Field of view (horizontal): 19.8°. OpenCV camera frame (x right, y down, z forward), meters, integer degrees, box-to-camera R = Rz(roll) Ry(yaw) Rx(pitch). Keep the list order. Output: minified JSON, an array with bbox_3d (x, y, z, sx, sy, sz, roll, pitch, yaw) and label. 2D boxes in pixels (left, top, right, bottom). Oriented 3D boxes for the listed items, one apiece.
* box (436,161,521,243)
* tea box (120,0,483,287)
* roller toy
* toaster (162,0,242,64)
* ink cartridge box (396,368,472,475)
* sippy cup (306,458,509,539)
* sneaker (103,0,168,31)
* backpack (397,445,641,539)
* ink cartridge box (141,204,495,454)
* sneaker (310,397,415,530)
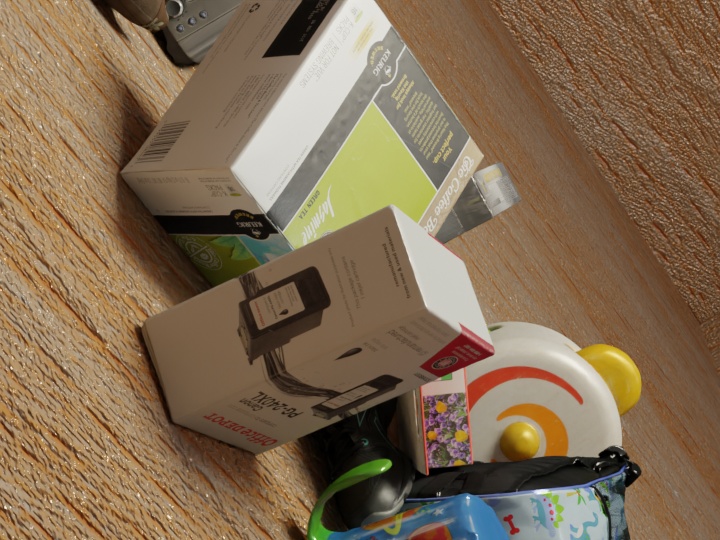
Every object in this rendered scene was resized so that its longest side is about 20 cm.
[{"bbox_3d":[0.069,-0.046,2.047,0.048,0.158,0.200,61,14,0],"label":"box"},{"bbox_3d":[-0.040,-0.080,1.585,0.197,0.133,0.200,52,56,-31],"label":"tea box"},{"bbox_3d":[0.141,0.143,1.845,0.140,0.200,0.183,-89,-172,-84],"label":"roller toy"},{"bbox_3d":[-0.118,-0.265,1.860,0.114,0.129,0.200,60,14,-8],"label":"toaster"},{"bbox_3d":[0.059,0.101,1.643,0.200,0.050,0.109,174,-89,-85],"label":"ink cartridge box"},{"bbox_3d":[0.047,0.230,1.491,0.178,0.130,0.140,52,17,-37],"label":"sippy cup"},{"bbox_3d":[-0.192,-0.278,1.759,0.076,0.070,0.200,52,26,-36],"label":"sneaker"},{"bbox_3d":[0.116,0.224,1.655,0.200,0.183,0.147,3,80,-65],"label":"backpack"},{"bbox_3d":[-0.028,0.047,1.435,0.145,0.200,0.084,33,36,-63],"label":"ink cartridge box"},{"bbox_3d":[-0.013,0.135,1.624,0.079,0.075,0.200,37,18,-24],"label":"sneaker"}]
